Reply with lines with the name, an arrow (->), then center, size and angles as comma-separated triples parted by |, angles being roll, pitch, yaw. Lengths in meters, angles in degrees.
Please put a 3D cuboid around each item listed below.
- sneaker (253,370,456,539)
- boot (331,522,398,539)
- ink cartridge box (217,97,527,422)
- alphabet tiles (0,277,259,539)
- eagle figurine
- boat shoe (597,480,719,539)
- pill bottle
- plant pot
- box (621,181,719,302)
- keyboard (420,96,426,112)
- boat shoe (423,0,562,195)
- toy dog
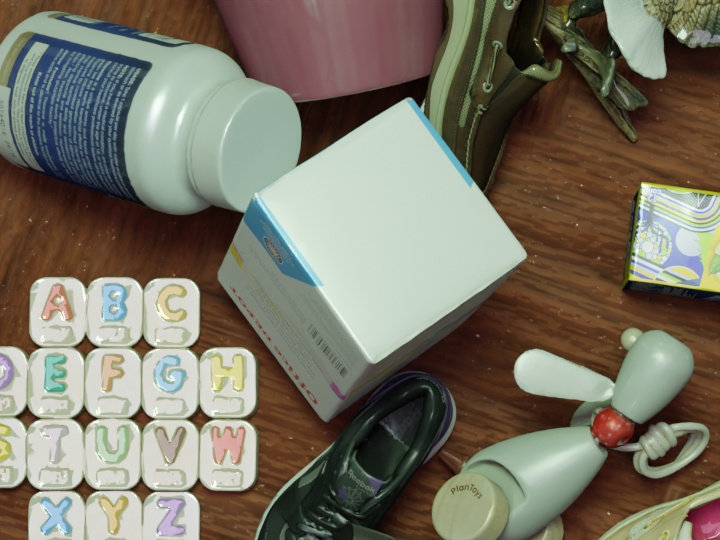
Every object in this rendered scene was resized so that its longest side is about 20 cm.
sneaker -> -0.013, 0.148, 1.404 | 0.076, 0.088, 0.200 | 34, 88, 5
boot -> 0.036, 0.271, 1.402 | 0.200, 0.069, 0.188 | 27, 109, -16
ink cartridge box -> 0.000, 0.000, 1.373 | 0.125, 0.200, 0.129 | -34, 84, -18
alphabet tiles -> -0.169, 0.102, 1.454 | 0.200, 0.015, 0.196 | 0, 85, 4
eagle figurine -> 0.208, -0.208, 1.406 | 0.200, 0.152, 0.151 | -41, 64, 4
boat shoe -> 0.217, 0.184, 1.397 | 0.200, 0.069, 0.074 | -33, 85, 2
pill bottle -> -0.140, -0.099, 1.383 | 0.200, 0.111, 0.111 | 17, 86, 34
plant pot -> -0.023, -0.209, 1.395 | 0.200, 0.200, 0.179 | -11, 100, 2
box -> 0.279, -0.010, 1.414 | 0.200, 0.064, 0.070 | 8, 86, 3
keyboard -> 0.094, -0.183, 1.444 | 0.011, 0.056, 0.200 | 25, 86, 33
boat shoe -> 0.091, -0.131, 1.376 | 0.075, 0.075, 0.203 | 19, 121, 26
toy dog -> 0.124, 0.108, 1.399 | 0.200, 0.132, 0.096 | -34, 53, -7
